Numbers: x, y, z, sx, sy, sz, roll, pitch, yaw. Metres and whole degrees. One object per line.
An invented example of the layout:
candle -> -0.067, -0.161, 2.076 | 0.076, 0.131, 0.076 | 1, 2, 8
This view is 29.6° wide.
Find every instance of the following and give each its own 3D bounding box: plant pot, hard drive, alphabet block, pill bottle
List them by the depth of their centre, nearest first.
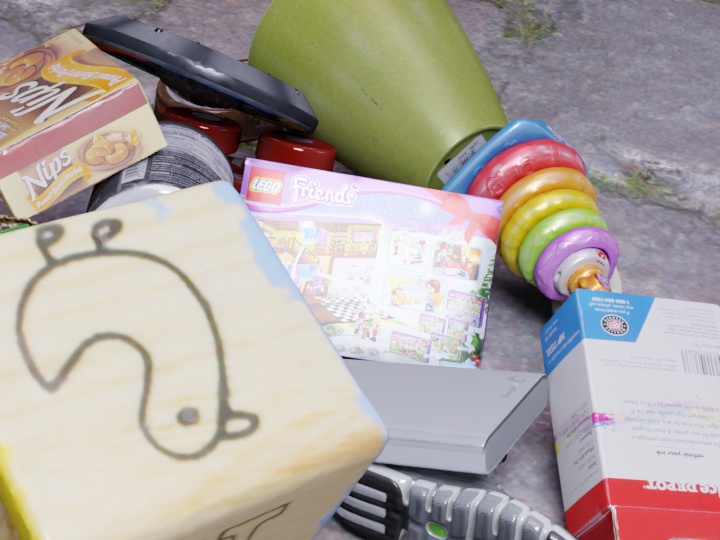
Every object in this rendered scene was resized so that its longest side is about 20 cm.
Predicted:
alphabet block -> -0.140, 0.093, 0.764 | 0.200, 0.197, 0.196 | -19, 63, -35
hard drive -> 0.012, 0.094, 0.927 | 0.200, 0.026, 0.132 | 2, 16, 25
pill bottle -> -0.142, -0.044, 0.986 | 0.106, 0.106, 0.200 | 4, 22, -7
plant pot -> 0.033, -0.147, 1.163 | 0.187, 0.187, 0.200 | -16, 52, -33

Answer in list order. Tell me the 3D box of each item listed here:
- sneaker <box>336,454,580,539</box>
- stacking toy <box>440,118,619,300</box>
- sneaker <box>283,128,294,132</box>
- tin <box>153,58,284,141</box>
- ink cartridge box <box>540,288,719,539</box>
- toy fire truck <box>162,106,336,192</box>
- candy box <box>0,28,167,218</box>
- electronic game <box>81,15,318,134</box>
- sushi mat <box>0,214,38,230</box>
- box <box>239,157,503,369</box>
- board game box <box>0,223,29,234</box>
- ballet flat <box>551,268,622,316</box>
sneaker -> 0.091, 0.149, 0.892 | 0.200, 0.075, 0.115 | 22, 33, 22
stacking toy -> 0.157, -0.017, 1.062 | 0.116, 0.110, 0.200 | 33, 20, -41
sneaker -> 0.029, -0.129, 1.302 | 0.202, 0.077, 0.146 | 1, 31, -14
tin -> -0.112, -0.175, 1.380 | 0.200, 0.042, 0.112 | -13, 42, -30
ink cartridge box -> 0.195, 0.119, 0.915 | 0.116, 0.067, 0.200 | 7, 59, -16
toy fire truck -> -0.089, -0.075, 1.178 | 0.199, 0.112, 0.168 | 15, 14, 8
candy box -> -0.225, -0.110, 0.982 | 0.115, 0.055, 0.200 | -30, 29, -12
electronic game -> -0.127, -0.153, 1.090 | 0.200, 0.042, 0.200 | 22, 2, -1
sushi mat -> -0.239, -0.005, 0.907 | 0.095, 0.200, 0.012 | 7, 73, 2
box -> 0.000, 0.000, 1.026 | 0.199, 0.137, 0.039 | 10, -8, -3
board game box -> -0.295, 0.030, 0.831 | 0.153, 0.040, 0.200 | -18, -1, -33
ballet flat -> 0.187, 0.000, 1.146 | 0.067, 0.062, 0.200 | 34, 27, -28
